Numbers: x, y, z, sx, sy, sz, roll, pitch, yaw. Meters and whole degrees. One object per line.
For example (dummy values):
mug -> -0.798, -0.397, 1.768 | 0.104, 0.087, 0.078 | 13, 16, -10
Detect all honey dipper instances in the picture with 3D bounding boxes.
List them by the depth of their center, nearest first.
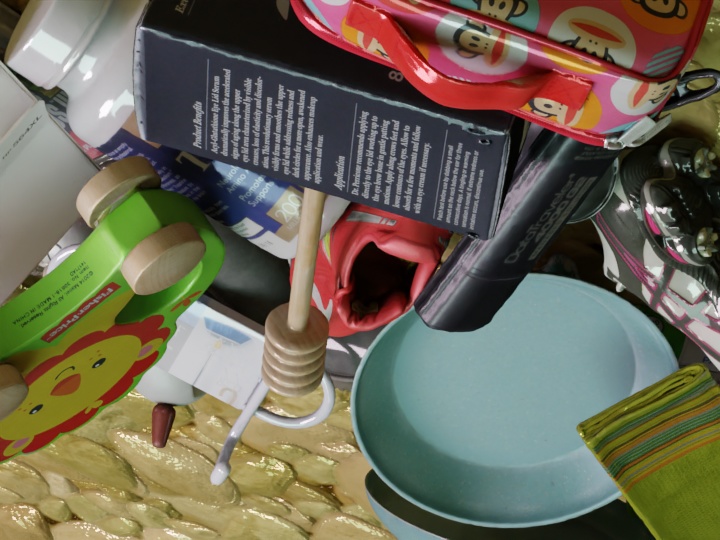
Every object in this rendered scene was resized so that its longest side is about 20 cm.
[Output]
honey dipper -> -0.030, -0.005, 1.511 | 0.038, 0.038, 0.200 | 16, 139, 7

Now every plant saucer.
plant saucer -> 0.093, 0.070, 1.638 | 0.200, 0.036, 0.200 | -1, 127, -1
plant saucer -> 0.099, 0.168, 1.782 | 0.200, 0.200, 0.027 | 13, 104, 11

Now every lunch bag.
lunch bag -> 0.072, -0.147, 1.304 | 0.200, 0.176, 0.082 | 22, 148, -1

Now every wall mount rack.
wall mount rack -> -0.101, 0.041, 1.661 | 0.200, 0.075, 0.174 | 28, 130, -6

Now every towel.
towel -> 0.205, 0.128, 1.663 | 0.086, 0.018, 0.200 | -28, 139, 9

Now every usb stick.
usb stick -> 0.093, -0.035, 1.473 | 0.055, 0.033, 0.200 | -5, 144, -38

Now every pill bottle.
pill bottle -> -0.095, -0.100, 1.532 | 0.200, 0.111, 0.111 | 31, 147, -17

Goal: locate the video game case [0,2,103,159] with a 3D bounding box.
video game case -> -0.230, -0.116, 1.674 | 0.200, 0.017, 0.143 | 33, 147, -19

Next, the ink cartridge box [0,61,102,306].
ink cartridge box -> -0.254, -0.061, 1.563 | 0.200, 0.129, 0.125 | 26, 163, 51

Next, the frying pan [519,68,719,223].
frying pan -> 0.121, -0.066, 1.491 | 0.190, 0.031, 0.115 | 13, 129, 38

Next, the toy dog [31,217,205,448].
toy dog -> -0.156, 0.045, 1.788 | 0.200, 0.096, 0.132 | 31, 150, -28

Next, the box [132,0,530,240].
box -> -0.001, -0.125, 1.409 | 0.200, 0.148, 0.104 | 17, 149, 7

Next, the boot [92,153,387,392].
boot -> -0.060, -0.005, 1.694 | 0.182, 0.073, 0.200 | -3, 141, 30

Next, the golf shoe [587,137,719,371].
golf shoe -> 0.195, 0.001, 1.569 | 0.088, 0.077, 0.200 | 0, 135, 42

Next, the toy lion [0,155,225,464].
toy lion -> -0.158, 0.036, 1.539 | 0.069, 0.200, 0.192 | 54, -174, 18

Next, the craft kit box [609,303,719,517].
craft kit box -> 0.261, 0.108, 1.712 | 0.197, 0.049, 0.200 | 8, 146, 15

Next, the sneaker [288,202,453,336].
sneaker -> 0.000, 0.000, 1.572 | 0.077, 0.085, 0.200 | 19, 152, -9

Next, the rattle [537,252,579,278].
rattle -> 0.096, 0.050, 1.734 | 0.130, 0.143, 0.200 | -4, 115, 15
